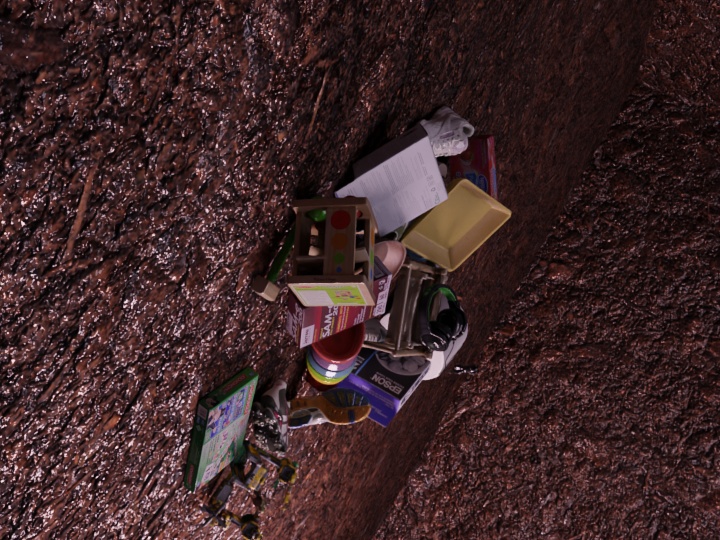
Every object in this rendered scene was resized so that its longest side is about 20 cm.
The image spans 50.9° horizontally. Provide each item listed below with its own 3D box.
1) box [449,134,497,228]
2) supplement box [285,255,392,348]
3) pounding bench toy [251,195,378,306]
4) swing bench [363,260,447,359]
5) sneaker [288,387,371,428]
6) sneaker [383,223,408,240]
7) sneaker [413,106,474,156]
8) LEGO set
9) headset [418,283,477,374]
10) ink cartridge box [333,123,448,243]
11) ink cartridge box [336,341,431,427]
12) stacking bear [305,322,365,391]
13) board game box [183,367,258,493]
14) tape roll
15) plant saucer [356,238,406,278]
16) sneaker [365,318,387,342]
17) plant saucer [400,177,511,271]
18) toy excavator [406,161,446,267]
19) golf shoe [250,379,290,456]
[{"bbox_3d":[0.262,-0.204,1.743,0.100,0.093,0.205,-38,124,-68],"label":"box"},{"bbox_3d":[-0.041,0.058,1.423,0.197,0.061,0.110,-21,141,-27],"label":"supplement box"},{"bbox_3d":[-0.076,-0.035,1.238,0.124,0.195,0.160,62,29,-70],"label":"pounding bench toy"},{"bbox_3d":[0.107,0.083,1.670,0.198,0.128,0.204,10,90,-47],"label":"swing bench"},{"bbox_3d":[-0.072,0.288,1.608,0.088,0.195,0.077,36,49,-81],"label":"sneaker"},{"bbox_3d":[0.066,-0.118,1.539,0.090,0.066,0.202,-53,162,-35],"label":"sneaker"},{"bbox_3d":[0.161,-0.267,1.534,0.200,0.099,0.076,-43,156,-38],"label":"sneaker"},{"bbox_3d":[-0.208,0.434,1.456,0.201,0.154,0.116,-48,-164,-5],"label":"LEGO set"},{"bbox_3d":[0.190,0.128,1.613,0.123,0.093,0.204,-32,112,-43],"label":"headset"},{"bbox_3d":[0.057,-0.154,1.418,0.197,0.044,0.197,-29,146,1],"label":"ink cartridge box"},{"bbox_3d":[0.032,0.239,1.742,0.200,0.195,0.044,-44,149,-40],"label":"ink cartridge box"},{"bbox_3d":[-0.064,0.181,1.560,0.118,0.116,0.201,-3,148,-16],"label":"stacking bear"},{"bbox_3d":[-0.249,0.285,1.352,0.134,0.029,0.204,-34,147,-54],"label":"board game box"},{"bbox_3d":[0.160,0.157,1.946,0.139,0.200,0.206,-42,153,-43],"label":"tape roll"},{"bbox_3d":[0.000,0.000,1.502,0.198,0.037,0.202,-29,152,-16],"label":"plant saucer"},{"bbox_3d":[0.000,0.141,1.706,0.199,0.080,0.078,-13,131,-63],"label":"sneaker"},{"bbox_3d":[0.203,-0.108,1.658,0.200,0.049,0.198,-45,137,21],"label":"plant saucer"},{"bbox_3d":[0.157,-0.128,1.735,0.197,0.099,0.200,-59,152,-9],"label":"toy excavator"},{"bbox_3d":[-0.167,0.303,1.519,0.089,0.076,0.202,-58,163,-36],"label":"golf shoe"}]
